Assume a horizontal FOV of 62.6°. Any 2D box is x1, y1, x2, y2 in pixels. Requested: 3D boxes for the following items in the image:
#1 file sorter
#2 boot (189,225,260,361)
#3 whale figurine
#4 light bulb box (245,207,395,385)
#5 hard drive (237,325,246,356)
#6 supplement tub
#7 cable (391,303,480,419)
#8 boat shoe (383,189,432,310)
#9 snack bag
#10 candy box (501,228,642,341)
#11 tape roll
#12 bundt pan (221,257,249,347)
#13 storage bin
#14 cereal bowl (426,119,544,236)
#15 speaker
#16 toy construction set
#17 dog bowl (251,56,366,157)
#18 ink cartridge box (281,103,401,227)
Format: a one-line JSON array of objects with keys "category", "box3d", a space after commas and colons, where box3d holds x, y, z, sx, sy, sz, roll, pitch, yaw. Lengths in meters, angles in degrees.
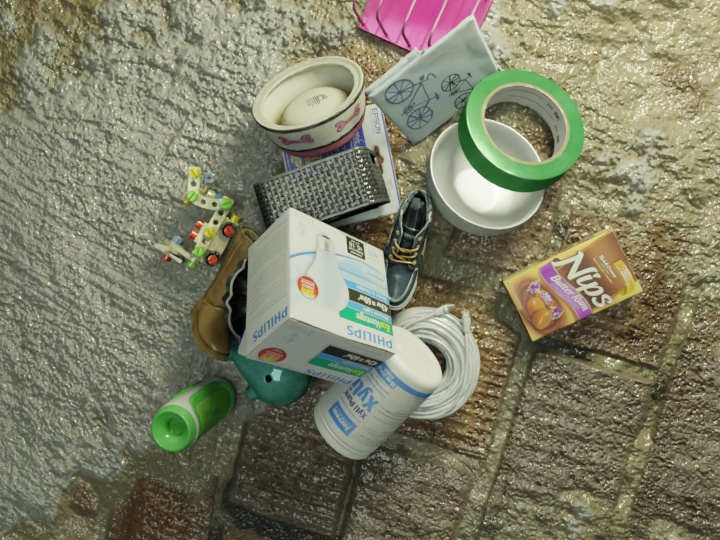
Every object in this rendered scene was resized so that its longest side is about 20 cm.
[{"category": "file sorter", "box3d": [0.102, -0.443, 0.976, 0.199, 0.125, 0.140, 27, 100, 7]}, {"category": "boot", "box3d": [-0.237, 0.038, 1.082, 0.201, 0.066, 0.175, -55, 42, 12]}, {"category": "whale figurine", "box3d": [-0.186, 0.173, 1.105, 0.199, 0.104, 0.160, 25, 100, 8]}, {"category": "light bulb box", "box3d": [-0.064, 0.045, 0.920, 0.125, 0.197, 0.201, -39, 43, 36]}, {"category": "hard drive", "box3d": [-0.099, 0.104, 1.015, 0.199, 0.025, 0.133, 23, 82, -33]}, {"category": "supplement tub", "box3d": [0.029, 0.203, 0.987, 0.132, 0.132, 0.200, 42, 110, 4]}, {"category": "cable", "box3d": [0.115, 0.164, 1.066, 0.198, 0.069, 0.202, -11, 94, 12]}, {"category": "boat shoe", "box3d": [0.072, -0.035, 0.985, 0.070, 0.091, 0.202, 12, 85, 1]}, {"category": "snack bag", "box3d": [0.126, -0.303, 0.956, 0.199, 0.188, 0.022, -34, 63, 17]}, {"category": "candy box", "box3d": [0.357, 0.024, 1.012, 0.199, 0.056, 0.117, -27, 90, 11]}, {"category": "tape roll", "box3d": [0.260, -0.227, 0.960, 0.198, 0.048, 0.202, 3, 70, -8]}, {"category": "bundt pan", "box3d": [-0.153, 0.051, 1.034, 0.076, 0.200, 0.204, 9, 101, 55]}, {"category": "storage bin", "box3d": [-0.061, -0.127, 0.991, 0.198, 0.135, 0.095, -18, 92, 12]}, {"category": "cereal bowl", "box3d": [0.201, -0.147, 0.992, 0.198, 0.083, 0.202, 3, 72, -8]}, {"category": "speaker", "box3d": [-0.300, 0.258, 1.085, 0.087, 0.200, 0.089, 1, 96, 10]}, {"category": "toy construction set", "box3d": [-0.303, -0.083, 1.106, 0.130, 0.092, 0.201, 30, 109, -16]}, {"category": "dog bowl", "box3d": [-0.079, -0.275, 1.008, 0.198, 0.201, 0.074, -11, 138, 12]}, {"category": "ink cartridge box", "box3d": [-0.036, -0.180, 1.072, 0.198, 0.047, 0.200, -11, 92, 10]}]
